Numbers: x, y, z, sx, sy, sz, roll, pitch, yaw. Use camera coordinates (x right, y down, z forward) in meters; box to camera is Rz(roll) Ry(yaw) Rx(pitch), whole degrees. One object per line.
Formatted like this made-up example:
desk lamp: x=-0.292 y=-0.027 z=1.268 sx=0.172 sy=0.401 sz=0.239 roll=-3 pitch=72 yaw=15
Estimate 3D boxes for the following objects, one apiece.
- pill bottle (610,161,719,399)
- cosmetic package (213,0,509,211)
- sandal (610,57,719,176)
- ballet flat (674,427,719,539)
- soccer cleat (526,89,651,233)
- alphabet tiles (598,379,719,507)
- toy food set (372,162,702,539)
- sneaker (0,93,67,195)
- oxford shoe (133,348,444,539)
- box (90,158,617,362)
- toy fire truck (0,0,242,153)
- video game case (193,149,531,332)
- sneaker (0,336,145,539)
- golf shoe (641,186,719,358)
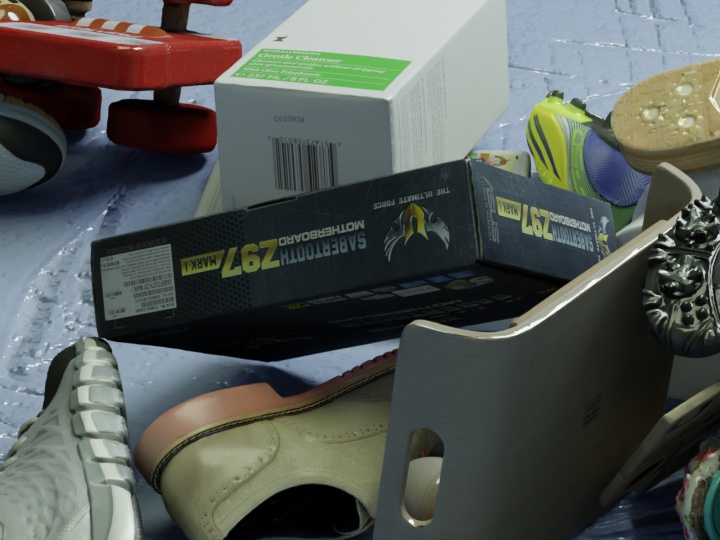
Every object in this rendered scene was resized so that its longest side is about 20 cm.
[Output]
pill bottle: x=0.204 y=-0.015 z=1.287 sx=0.119 sy=0.120 sz=0.200 roll=17 pitch=31 yaw=32
cosmetic package: x=0.005 y=-0.098 z=1.450 sx=0.107 sy=0.085 sz=0.200 roll=6 pitch=27 yaw=19
sandal: x=0.212 y=-0.107 z=1.204 sx=0.211 sy=0.070 sz=0.078 roll=-18 pitch=48 yaw=13
ballet flat: x=0.198 y=0.086 z=1.145 sx=0.199 sy=0.076 sz=0.064 roll=-9 pitch=16 yaw=-38
soccer cleat: x=0.122 y=-0.047 z=1.413 sx=0.064 sy=0.084 sz=0.200 roll=23 pitch=4 yaw=-13
alphabet tiles: x=0.194 y=0.037 z=1.134 sx=0.199 sy=0.167 sz=0.006 roll=-30 pitch=75 yaw=-24
toy food set: x=0.076 y=0.048 z=1.123 sx=0.060 sy=0.144 sz=0.200 roll=24 pitch=35 yaw=27
sneaker: x=-0.262 y=-0.048 z=1.438 sx=0.199 sy=0.076 sz=0.088 roll=-2 pitch=49 yaw=-9
oxford shoe: x=0.000 y=0.087 z=1.164 sx=0.199 sy=0.071 sz=0.074 roll=-13 pitch=54 yaw=-26
box: x=0.000 y=0.000 z=1.193 sx=0.199 sy=0.051 sz=0.158 roll=-11 pitch=-10 yaw=27
toy fire truck: x=-0.172 y=-0.132 z=1.487 sx=0.199 sy=0.113 sz=0.168 roll=12 pitch=9 yaw=25
video game case: x=-0.001 y=-0.021 z=1.412 sx=0.181 sy=0.022 sz=0.200 roll=2 pitch=25 yaw=6
sneaker: x=-0.156 y=0.094 z=1.123 sx=0.115 sy=0.075 sz=0.200 roll=-7 pitch=28 yaw=-7
golf shoe: x=0.187 y=0.001 z=1.132 sx=0.077 sy=0.095 sz=0.200 roll=21 pitch=39 yaw=29
